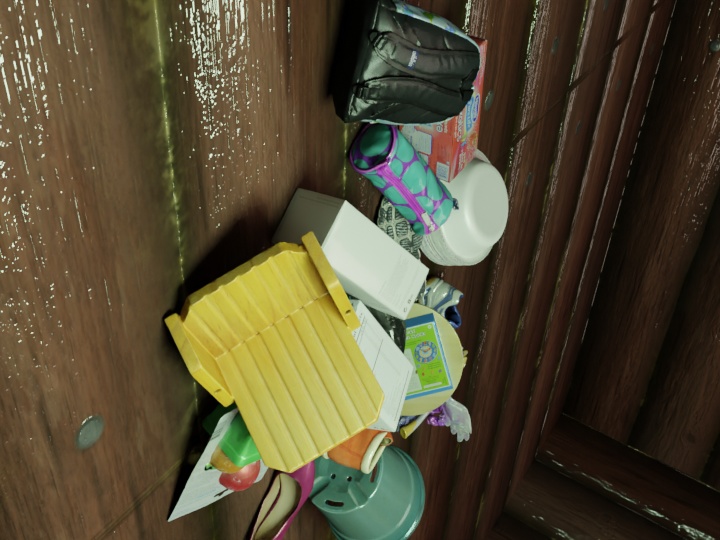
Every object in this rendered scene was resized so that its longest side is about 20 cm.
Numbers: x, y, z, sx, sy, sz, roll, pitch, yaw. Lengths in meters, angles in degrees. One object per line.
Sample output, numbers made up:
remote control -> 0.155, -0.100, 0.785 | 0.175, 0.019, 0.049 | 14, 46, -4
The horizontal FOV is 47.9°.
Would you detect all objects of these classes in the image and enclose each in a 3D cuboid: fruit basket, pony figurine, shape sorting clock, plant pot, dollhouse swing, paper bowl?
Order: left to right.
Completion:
fruit basket -> -0.167, 0.244, 1.117 | 0.184, 0.094, 0.202 | -11, 142, -52
dollhouse swing -> -0.087, 0.107, 0.944 | 0.197, 0.178, 0.183 | -29, 149, -2
plant pot -> -0.003, 0.372, 1.418 | 0.203, 0.197, 0.197 | -58, 151, -16
shape sorting clock -> 0.079, 0.152, 1.396 | 0.039, 0.196, 0.204 | -66, 171, -72
pony figurine -> 0.151, 0.270, 1.719 | 0.198, 0.166, 0.197 | -24, 131, -33
paper bowl -> 0.180, -0.111, 1.393 | 0.198, 0.103, 0.206 | 1, 89, -48

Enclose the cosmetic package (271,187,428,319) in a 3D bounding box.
cosmetic package -> -0.011, -0.019, 1.090 | 0.199, 0.106, 0.086 | 38, 77, -44

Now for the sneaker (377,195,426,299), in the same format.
sneaker -> 0.060, -0.045, 1.341 | 0.076, 0.080, 0.204 | -9, 117, -9

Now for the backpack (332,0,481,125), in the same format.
backpack -> 0.065, -0.268, 1.054 | 0.196, 0.154, 0.166 | 4, 116, -24

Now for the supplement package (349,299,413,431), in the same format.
supplement package -> -0.018, 0.140, 1.200 | 0.201, 0.107, 0.116 | 53, 48, -45

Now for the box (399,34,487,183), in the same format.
box -> 0.122, -0.253, 1.240 | 0.095, 0.101, 0.203 | -45, 147, -38

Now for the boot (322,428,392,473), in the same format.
boot -> 0.021, 0.233, 1.313 | 0.202, 0.105, 0.076 | -57, 151, -28

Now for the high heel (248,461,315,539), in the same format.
high heel -> -0.129, 0.378, 1.303 | 0.096, 0.066, 0.204 | -37, 147, -64

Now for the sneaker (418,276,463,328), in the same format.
sneaker -> 0.157, 0.112, 1.641 | 0.075, 0.087, 0.203 | -44, 148, -42

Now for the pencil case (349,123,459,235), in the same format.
pencil case -> 0.065, -0.132, 1.192 | 0.084, 0.094, 0.200 | -28, 141, 19

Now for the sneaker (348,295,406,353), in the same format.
sneaker -> 0.024, 0.081, 1.281 | 0.202, 0.077, 0.076 | 72, 26, -44
